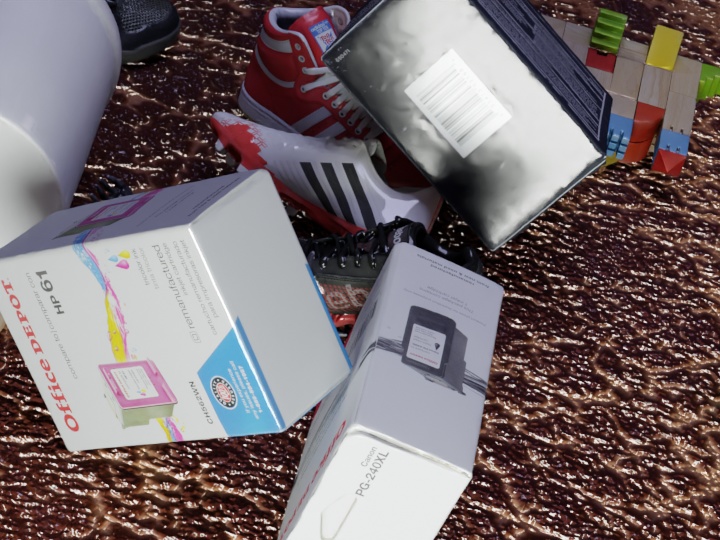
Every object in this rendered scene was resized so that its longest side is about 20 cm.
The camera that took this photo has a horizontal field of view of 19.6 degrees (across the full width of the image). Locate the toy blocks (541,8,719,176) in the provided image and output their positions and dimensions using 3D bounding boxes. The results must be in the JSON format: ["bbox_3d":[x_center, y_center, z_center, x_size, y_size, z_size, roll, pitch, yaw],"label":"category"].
[{"bbox_3d":[0.208,-0.140,1.796,0.199,0.100,0.137,17,47,1],"label":"toy blocks"}]

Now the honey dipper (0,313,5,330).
[{"bbox_3d":[-0.262,0.059,1.390,0.038,0.038,0.200,17,33,3],"label":"honey dipper"}]

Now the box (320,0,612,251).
[{"bbox_3d":[0.089,-0.146,1.617,0.200,0.123,0.198,48,18,-7],"label":"box"}]

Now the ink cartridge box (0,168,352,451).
[{"bbox_3d":[-0.125,0.029,1.309,0.199,0.145,0.085,-9,22,42],"label":"ink cartridge box"}]

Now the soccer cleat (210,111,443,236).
[{"bbox_3d":[-0.027,-0.076,1.605,0.200,0.069,0.085,35,84,20],"label":"soccer cleat"}]

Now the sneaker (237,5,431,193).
[{"bbox_3d":[-0.009,-0.140,1.682,0.199,0.113,0.071,30,38,20],"label":"sneaker"}]

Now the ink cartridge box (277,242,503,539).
[{"bbox_3d":[0.018,0.103,1.335,0.083,0.146,0.200,23,36,-6],"label":"ink cartridge box"}]

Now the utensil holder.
[{"bbox_3d":[-0.270,-0.112,1.505,0.169,0.171,0.201,12,38,-5],"label":"utensil holder"}]

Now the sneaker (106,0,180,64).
[{"bbox_3d":[-0.238,-0.233,1.725,0.198,0.115,0.076,3,39,-19],"label":"sneaker"}]

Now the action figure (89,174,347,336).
[{"bbox_3d":[-0.112,0.015,1.439,0.199,0.119,0.102,26,4,25],"label":"action figure"}]

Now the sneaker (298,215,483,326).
[{"bbox_3d":[0.000,0.000,1.513,0.199,0.098,0.071,13,37,-1],"label":"sneaker"}]
